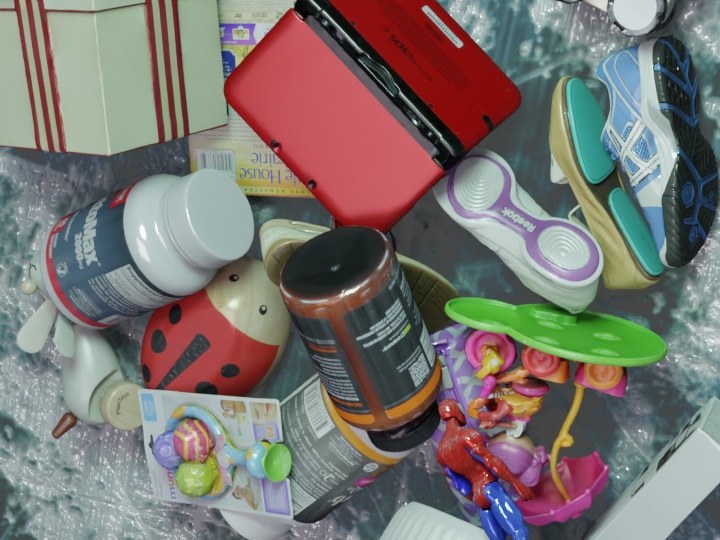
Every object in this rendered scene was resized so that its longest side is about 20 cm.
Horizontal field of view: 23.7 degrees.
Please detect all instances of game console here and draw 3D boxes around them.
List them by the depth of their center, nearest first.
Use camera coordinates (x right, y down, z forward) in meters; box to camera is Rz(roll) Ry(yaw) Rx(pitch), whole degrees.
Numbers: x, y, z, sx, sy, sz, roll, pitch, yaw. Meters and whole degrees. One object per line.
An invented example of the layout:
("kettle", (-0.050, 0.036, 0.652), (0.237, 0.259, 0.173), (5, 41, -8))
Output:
("game console", (0.012, -0.159, 1.533), (0.200, 0.172, 0.119), (47, 141, 3))

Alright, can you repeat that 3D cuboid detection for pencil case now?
("pencil case", (0.103, 0.144, 1.610), (0.084, 0.085, 0.201), (-26, 100, -7))

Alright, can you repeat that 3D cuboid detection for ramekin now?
("ramekin", (0.099, 0.296, 1.601), (0.199, 0.200, 0.106), (22, 82, 15))

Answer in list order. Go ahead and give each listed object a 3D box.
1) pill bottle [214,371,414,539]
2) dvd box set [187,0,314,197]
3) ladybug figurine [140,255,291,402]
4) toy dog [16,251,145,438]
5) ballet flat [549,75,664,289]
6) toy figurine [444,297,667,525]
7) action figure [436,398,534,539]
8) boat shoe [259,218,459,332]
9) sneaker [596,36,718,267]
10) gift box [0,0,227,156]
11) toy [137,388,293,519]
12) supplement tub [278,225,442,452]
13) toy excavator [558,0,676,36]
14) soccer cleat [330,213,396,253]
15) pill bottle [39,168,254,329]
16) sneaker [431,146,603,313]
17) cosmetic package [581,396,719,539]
("pill bottle", (-0.046, 0.176, 1.666), (0.200, 0.116, 0.117), (-40, 89, 28))
("dvd box set", (-0.098, -0.171, 1.625), (0.145, 0.029, 0.201), (3, 107, 23))
("ladybug figurine", (-0.152, 0.073, 1.702), (0.136, 0.072, 0.200), (42, 117, 5))
("toy dog", (-0.299, 0.088, 1.728), (0.201, 0.096, 0.132), (57, 154, -2))
("ballet flat", (0.201, -0.071, 1.515), (0.063, 0.069, 0.201), (-20, 97, 40))
("toy figurine", (0.158, 0.135, 1.532), (0.199, 0.150, 0.185), (11, 105, 6))
("action figure", (0.117, 0.204, 1.500), (0.065, 0.051, 0.201), (-40, 73, 52))
("boat shoe", (0.000, 0.000, 1.565), (0.199, 0.065, 0.072), (17, 116, -23))
("sneaker", (0.257, -0.101, 1.486), (0.077, 0.076, 0.201), (0, 104, 41))
("gift box", (-0.239, -0.210, 1.559), (0.184, 0.200, 0.188), (5, 106, 33))
("toy", (-0.152, 0.178, 1.642), (0.199, 0.047, 0.116), (-1, 100, 40))
("supplement tub", (0.008, 0.067, 1.505), (0.106, 0.107, 0.201), (-5, 128, 24))
("toy excavator", (0.267, -0.287, 1.409), (0.194, 0.100, 0.201), (27, 106, 11))
("soccer cleat", (-0.005, -0.053, 1.600), (0.068, 0.073, 0.201), (10, 110, 19))
("pill bottle", (-0.202, -0.025, 1.645), (0.199, 0.119, 0.120), (-21, 98, 37))
("sneaker", (0.135, -0.032, 1.546), (0.075, 0.100, 0.200), (-39, 63, -14))
("cosmetic package", (0.270, 0.210, 1.564), (0.051, 0.083, 0.200), (41, 116, 7))
